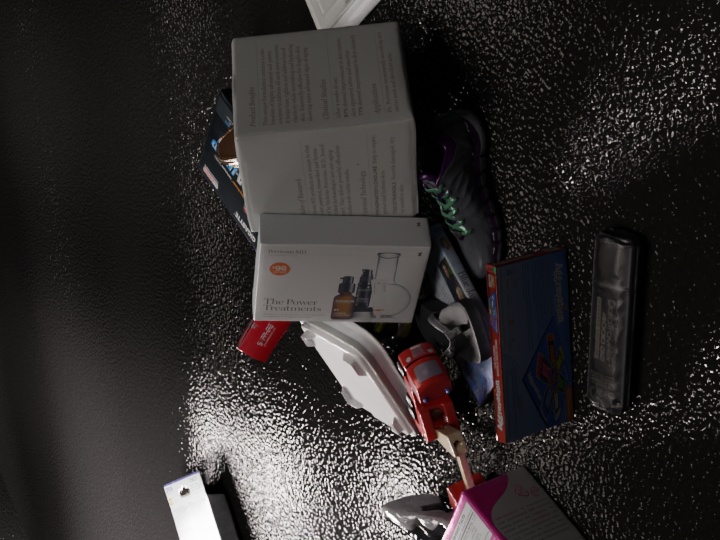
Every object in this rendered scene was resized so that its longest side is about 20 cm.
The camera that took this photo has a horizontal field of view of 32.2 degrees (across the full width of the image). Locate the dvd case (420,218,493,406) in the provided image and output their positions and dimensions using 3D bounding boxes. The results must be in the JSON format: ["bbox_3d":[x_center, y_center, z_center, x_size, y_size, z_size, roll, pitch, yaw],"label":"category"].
[{"bbox_3d":[0.119,0.054,1.500,0.200,0.018,0.143,63,163,18],"label":"dvd case"}]

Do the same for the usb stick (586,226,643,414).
[{"bbox_3d":[0.265,0.053,1.304,0.055,0.033,0.201,20,118,44],"label":"usb stick"}]

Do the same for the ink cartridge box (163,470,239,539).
[{"bbox_3d":[-0.284,0.471,2.282,0.196,0.043,0.201,-31,74,57],"label":"ink cartridge box"}]

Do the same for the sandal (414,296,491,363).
[{"bbox_3d":[0.102,0.074,1.470,0.076,0.043,0.200,70,164,-6],"label":"sandal"}]

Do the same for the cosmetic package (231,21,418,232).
[{"bbox_3d":[-0.041,-0.166,1.446,0.167,0.199,0.168,84,180,-52],"label":"cosmetic package"}]

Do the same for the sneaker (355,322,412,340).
[{"bbox_3d":[0.000,0.000,1.627,0.200,0.084,0.074,66,153,13],"label":"sneaker"}]

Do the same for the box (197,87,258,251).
[{"bbox_3d":[-0.163,-0.151,1.854,0.200,0.046,0.159,54,140,29],"label":"box"}]

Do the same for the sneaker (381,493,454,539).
[{"bbox_3d":[0.100,0.363,1.630,0.200,0.075,0.114,3,102,54],"label":"sneaker"}]

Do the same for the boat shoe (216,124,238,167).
[{"bbox_3d":[-0.140,-0.201,1.724,0.202,0.075,0.075,-24,72,38],"label":"boat shoe"}]

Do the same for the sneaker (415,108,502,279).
[{"bbox_3d":[0.104,-0.083,1.441,0.074,0.087,0.201,-2,100,57],"label":"sneaker"}]

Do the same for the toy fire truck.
[{"bbox_3d":[0.105,0.198,1.534,0.200,0.049,0.141,76,168,-46],"label":"toy fire truck"}]

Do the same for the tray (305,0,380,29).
[{"bbox_3d":[-0.020,-0.366,1.579,0.200,0.022,0.108,-37,72,55],"label":"tray"}]

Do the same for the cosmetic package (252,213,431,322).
[{"bbox_3d":[-0.026,0.000,1.486,0.151,0.199,0.052,99,169,-49],"label":"cosmetic package"}]

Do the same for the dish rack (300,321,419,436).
[{"bbox_3d":[0.000,0.137,1.638,0.171,0.044,0.200,24,154,49],"label":"dish rack"}]

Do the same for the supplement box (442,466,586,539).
[{"bbox_3d":[0.200,0.343,1.451,0.200,0.101,0.104,51,141,34],"label":"supplement box"}]

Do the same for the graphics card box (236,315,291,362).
[{"bbox_3d":[-0.089,0.016,1.681,0.051,0.200,0.126,30,139,-2],"label":"graphics card box"}]

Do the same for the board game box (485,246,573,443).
[{"bbox_3d":[0.187,0.081,1.366,0.019,0.103,0.201,17,115,56],"label":"board game box"}]
